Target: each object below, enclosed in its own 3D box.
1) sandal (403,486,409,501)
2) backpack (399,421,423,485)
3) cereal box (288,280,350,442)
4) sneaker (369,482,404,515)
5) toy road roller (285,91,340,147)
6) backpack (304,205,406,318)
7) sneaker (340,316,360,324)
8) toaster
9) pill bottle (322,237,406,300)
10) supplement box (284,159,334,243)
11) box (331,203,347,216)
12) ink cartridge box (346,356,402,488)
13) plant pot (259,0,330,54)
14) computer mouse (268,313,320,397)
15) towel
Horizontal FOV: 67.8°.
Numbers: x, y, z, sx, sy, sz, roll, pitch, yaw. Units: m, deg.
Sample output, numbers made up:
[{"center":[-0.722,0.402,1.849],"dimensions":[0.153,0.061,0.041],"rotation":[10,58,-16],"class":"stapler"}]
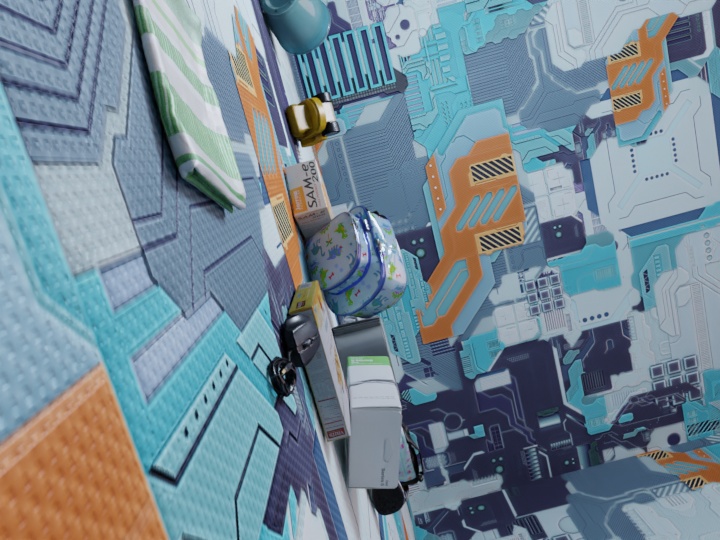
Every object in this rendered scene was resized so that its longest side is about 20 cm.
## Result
[{"center":[0.152,0.816,1.988],"dimensions":[0.079,0.059,0.207],"rotation":[-103,179,-45],"class":"sandal"},{"center":[0.119,0.583,1.727],"dimensions":[0.167,0.126,0.201],"rotation":[-123,-167,-54],"class":"backpack"},{"center":[-0.057,0.129,0.797],"dimensions":[0.144,0.039,0.201],"rotation":[-99,174,-76],"class":"cereal box"},{"center":[0.045,0.438,1.163],"dimensions":[0.083,0.071,0.201],"rotation":[-106,-179,-67],"class":"sneaker"},{"center":[-0.167,-0.444,1.594],"dimensions":[0.199,0.145,0.124],"rotation":[-8,-81,53],"class":"toy road roller"},{"center":[-0.015,-0.008,1.090],"dimensions":[0.146,0.183,0.201],"rotation":[11,52,-49],"class":"backpack"},{"center":[-0.025,0.135,1.497],"dimensions":[0.115,0.075,0.202],"rotation":[113,-34,-87],"class":"sneaker"},{"center":[0.005,0.193,1.133],"dimensions":[0.200,0.118,0.182],"rotation":[62,13,-85],"class":"toaster"},{"center":[0.000,0.000,1.259],"dimensions":[0.113,0.199,0.114],"rotation":[-15,90,-89],"class":"pill bottle"},{"center":[-0.100,-0.130,1.176],"dimensions":[0.200,0.073,0.127],"rotation":[73,2,-65],"class":"supplement box"},{"center":[-0.078,-0.151,2.119],"dimensions":[0.124,0.097,0.201],"rotation":[-99,175,-78],"class":"box"},{"center":[0.017,0.255,0.929],"dimensions":[0.200,0.083,0.147],"rotation":[-101,-168,-76],"class":"ink cartridge box"},{"center":[-0.220,-0.832,1.711],"dimensions":[0.188,0.199,0.201],"rotation":[21,53,-71],"class":"plant pot"},{"center":[-0.070,0.092,0.611],"dimensions":[0.200,0.034,0.059],"rotation":[-86,163,-79],"class":"computer mouse"},{"center":[-0.146,-0.160,0.459],"dimensions":[0.153,0.023,0.201],"rotation":[59,17,-84],"class":"towel"}]
